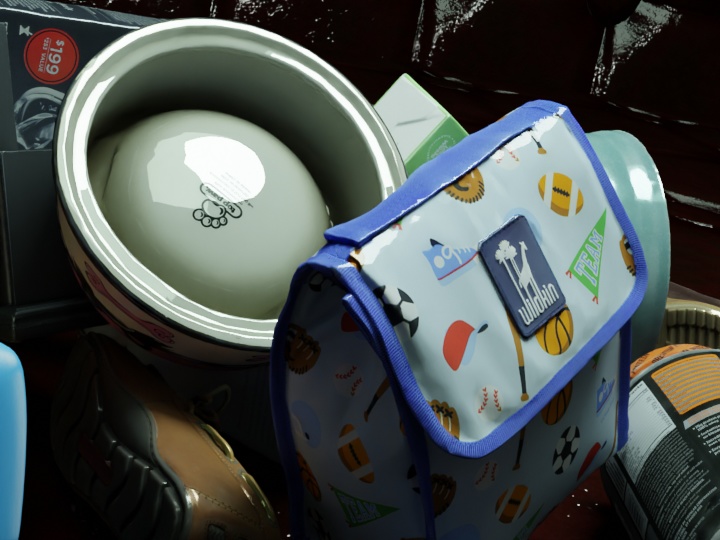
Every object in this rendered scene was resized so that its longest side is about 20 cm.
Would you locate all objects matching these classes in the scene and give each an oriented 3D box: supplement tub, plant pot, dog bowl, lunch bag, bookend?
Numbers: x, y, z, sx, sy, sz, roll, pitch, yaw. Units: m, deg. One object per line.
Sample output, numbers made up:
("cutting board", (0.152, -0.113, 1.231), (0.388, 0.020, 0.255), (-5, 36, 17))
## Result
("supplement tub", (0.198, 0.119, 0.630), (0.121, 0.124, 0.200), (10, 17, -5))
("plant pot", (0.115, -0.005, 0.858), (0.133, 0.203, 0.200), (3, 18, -14))
("dog bowl", (-0.074, -0.035, 0.649), (0.198, 0.074, 0.202), (12, 58, -21))
("lunch bag", (0.048, 0.040, 0.562), (0.123, 0.202, 0.170), (22, 43, 36))
("bookend", (-0.236, -0.064, 0.698), (0.198, 0.201, 0.092), (0, 6, 37))

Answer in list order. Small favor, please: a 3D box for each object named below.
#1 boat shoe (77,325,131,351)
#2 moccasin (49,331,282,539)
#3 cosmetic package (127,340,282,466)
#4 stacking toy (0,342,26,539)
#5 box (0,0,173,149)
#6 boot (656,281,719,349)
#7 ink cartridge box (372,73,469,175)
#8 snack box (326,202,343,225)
("boat shoe", (-0.128, 0.012, 0.848), (0.074, 0.069, 0.200), (16, 17, 13))
("moccasin", (-0.101, 0.090, 0.605), (0.077, 0.074, 0.201), (17, 6, -38))
("cosmetic package", (-0.042, 0.062, 0.736), (0.199, 0.072, 0.101), (23, 21, 33))
("stacking toy", (-0.241, 0.066, 0.565), (0.115, 0.111, 0.199), (-2, 10, -33))
("box", (-0.227, -0.101, 0.917), (0.180, 0.202, 0.104), (2, 17, -28))
("boot", (0.298, 0.044, 1.037), (0.198, 0.073, 0.166), (18, 19, 33))
("ink cartridge box", (0.060, -0.050, 0.955), (0.067, 0.117, 0.200), (47, 6, 39))
("snack box", (0.000, 0.000, 0.782), (0.199, 0.143, 0.053), (32, 59, 21))
